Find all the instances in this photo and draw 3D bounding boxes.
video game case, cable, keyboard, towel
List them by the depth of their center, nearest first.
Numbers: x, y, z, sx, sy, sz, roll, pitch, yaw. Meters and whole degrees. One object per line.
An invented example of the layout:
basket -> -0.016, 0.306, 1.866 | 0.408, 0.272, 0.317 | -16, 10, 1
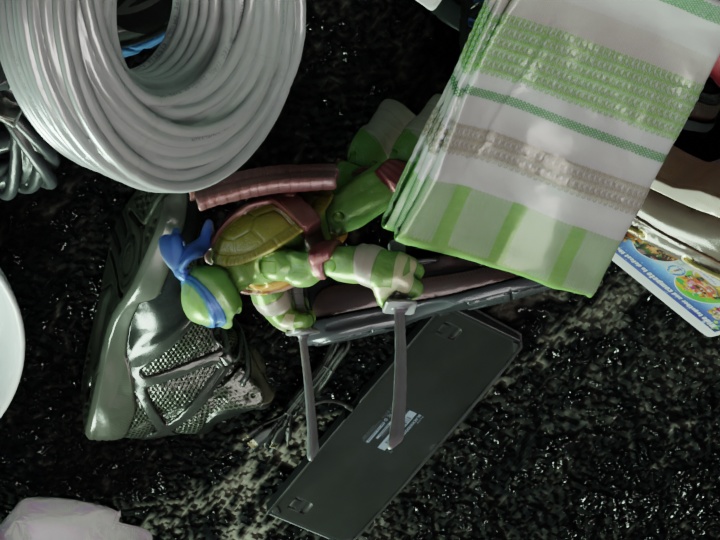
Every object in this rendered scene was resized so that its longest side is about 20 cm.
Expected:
cable -> -0.114, -0.144, 1.454 | 0.200, 0.069, 0.201 | 21, 80, -48
towel -> 0.115, -0.086, 1.493 | 0.149, 0.031, 0.201 | 17, 110, -25
cable -> -0.258, -0.106, 1.515 | 0.199, 0.051, 0.163 | 19, 157, 1
video game case -> 0.247, -0.020, 1.663 | 0.143, 0.018, 0.200 | 36, 145, -30
keyboard -> 0.003, 0.091, 1.755 | 0.127, 0.021, 0.200 | 26, 115, -32

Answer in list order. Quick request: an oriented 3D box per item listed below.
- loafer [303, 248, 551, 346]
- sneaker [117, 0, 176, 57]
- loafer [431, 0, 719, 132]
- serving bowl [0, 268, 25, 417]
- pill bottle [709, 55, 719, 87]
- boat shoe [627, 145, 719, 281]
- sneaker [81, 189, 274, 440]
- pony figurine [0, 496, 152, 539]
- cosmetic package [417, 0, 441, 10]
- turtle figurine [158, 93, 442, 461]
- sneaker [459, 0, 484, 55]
loafer -> 0.055, -0.004, 1.673 | 0.199, 0.072, 0.063 | -14, 87, -3
sneaker -> -0.185, -0.174, 1.502 | 0.199, 0.071, 0.083 | 13, 127, -16
loafer -> 0.138, -0.143, 1.594 | 0.199, 0.072, 0.063 | 21, 109, -21
serving bowl -> -0.304, 0.032, 1.621 | 0.199, 0.066, 0.201 | -6, 125, -8
pill bottle -> 0.263, -0.138, 1.594 | 0.113, 0.113, 0.200 | -38, 123, 14
boat shoe -> 0.168, -0.047, 1.603 | 0.072, 0.200, 0.060 | -28, 136, -50
sneaker -> -0.103, 0.025, 1.655 | 0.114, 0.076, 0.200 | 3, 126, -16
pony figurine -> -0.248, 0.222, 1.729 | 0.192, 0.167, 0.200 | 23, 132, -16
cosmetic package -> 0.046, -0.234, 1.423 | 0.081, 0.200, 0.113 | 35, 118, -10
turtle figurine -> 0.000, 0.000, 1.580 | 0.194, 0.200, 0.144 | -46, 166, -18
sneaker -> 0.113, -0.185, 1.523 | 0.077, 0.076, 0.201 | 13, 95, -35
